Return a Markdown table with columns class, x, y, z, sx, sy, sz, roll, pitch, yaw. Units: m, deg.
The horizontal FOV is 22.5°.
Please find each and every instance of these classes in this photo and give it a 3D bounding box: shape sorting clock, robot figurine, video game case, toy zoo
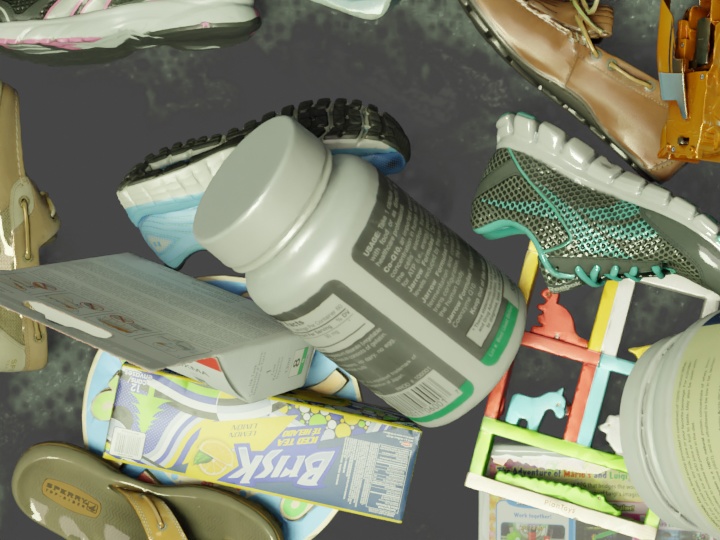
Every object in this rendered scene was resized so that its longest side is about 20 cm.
| class | x | y | z | sx | sy | sz | roll | pitch | yaw |
| --- | --- | --- | --- | --- | --- | --- | --- | --- | --- |
| shape sorting clock | -0.095 | 0.104 | 1.238 | 0.198 | 0.039 | 0.202 | 1 | 97 | 11 |
| robot figurine | 0.235 | -0.163 | 1.107 | 0.144 | 0.058 | 0.202 | 6 | 88 | -33 |
| video game case | 0.177 | 0.208 | 1.203 | 0.198 | 0.024 | 0.184 | 1 | 96 | 12 |
| toy zoo | 0.155 | 0.061 | 1.179 | 0.130 | 0.020 | 0.202 | 15 | 89 | 11 |

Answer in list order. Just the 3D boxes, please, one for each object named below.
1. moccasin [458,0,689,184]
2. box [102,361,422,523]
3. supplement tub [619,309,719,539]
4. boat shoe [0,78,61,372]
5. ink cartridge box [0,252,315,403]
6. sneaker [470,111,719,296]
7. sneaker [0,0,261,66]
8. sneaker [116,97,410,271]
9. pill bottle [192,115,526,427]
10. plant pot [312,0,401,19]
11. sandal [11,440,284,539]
| class | x | y | z | sx | sy | sz | roll | pitch | yaw |
| --- | --- | --- | --- | --- | --- | --- | --- | --- | --- |
| moccasin | 0.139 | -0.143 | 1.145 | 0.201 | 0.074 | 0.078 | 40 | 100 | 4 |
| box | -0.063 | 0.108 | 1.182 | 0.198 | 0.070 | 0.065 | 13 | 94 | -1 |
| supplement tub | 0.262 | 0.088 | 1.056 | 0.199 | 0.144 | 0.146 | -13 | 95 | 54 |
| boat shoe | -0.242 | -0.031 | 1.245 | 0.064 | 0.071 | 0.202 | 2 | 89 | -24 |
| ink cartridge box | -0.141 | 0.040 | 1.122 | 0.160 | 0.200 | 0.051 | 20 | 106 | 23 |
| sneaker | 0.154 | -0.019 | 1.139 | 0.199 | 0.077 | 0.092 | 31 | 91 | 27 |
| sneaker | -0.165 | -0.189 | 1.211 | 0.198 | 0.080 | 0.087 | -5 | 84 | 4 |
| sneaker | -0.057 | -0.052 | 1.208 | 0.198 | 0.079 | 0.091 | -14 | 112 | 16 |
| pill bottle | 0.000 | 0.000 | 1.131 | 0.200 | 0.113 | 0.113 | 39 | 103 | -24 |
| plant pot | -0.030 | -0.273 | 1.100 | 0.195 | 0.200 | 0.198 | 19 | 100 | 8 |
| sandal | -0.149 | 0.173 | 1.213 | 0.198 | 0.054 | 0.081 | 20 | 104 | 9 |
